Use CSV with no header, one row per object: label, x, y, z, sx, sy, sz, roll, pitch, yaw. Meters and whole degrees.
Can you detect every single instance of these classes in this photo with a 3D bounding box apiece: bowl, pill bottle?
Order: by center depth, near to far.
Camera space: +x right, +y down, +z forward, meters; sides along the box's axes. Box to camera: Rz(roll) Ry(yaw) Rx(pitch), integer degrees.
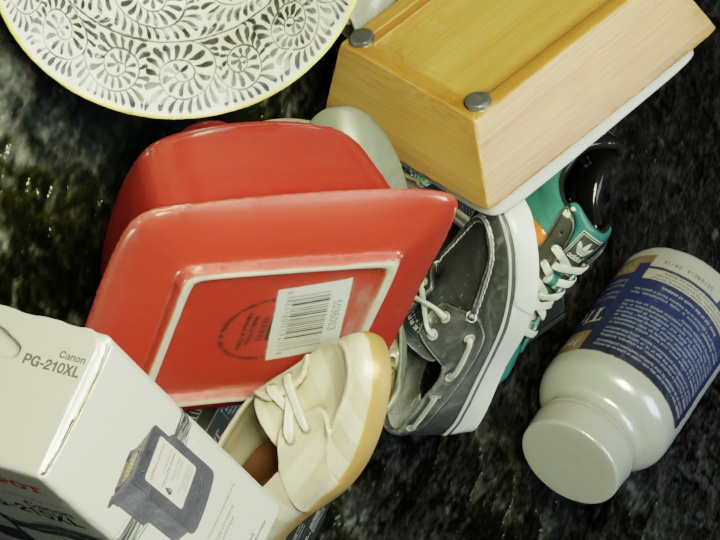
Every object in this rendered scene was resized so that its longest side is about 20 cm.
bowl,-0.099,-0.191,1.346,0.094,0.200,0.201,-100,176,-56
pill bottle,0.206,0.083,1.921,0.200,0.111,0.111,-50,138,-38

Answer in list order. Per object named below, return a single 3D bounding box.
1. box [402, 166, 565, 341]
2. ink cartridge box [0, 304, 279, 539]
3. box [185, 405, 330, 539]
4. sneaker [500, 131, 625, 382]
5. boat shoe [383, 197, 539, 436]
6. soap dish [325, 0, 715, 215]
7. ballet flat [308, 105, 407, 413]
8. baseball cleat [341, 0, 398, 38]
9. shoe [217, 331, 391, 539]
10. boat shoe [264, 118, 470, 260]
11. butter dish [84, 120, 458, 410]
box,0.075,-0.025,1.745,0.193,0.047,0.201,-29,123,-46
ink cartridge box,-0.156,0.102,1.336,0.085,0.144,0.200,-64,144,-19
box,-0.066,0.108,1.565,0.201,0.050,0.158,-63,144,-24
sneaker,0.122,-0.012,1.705,0.071,0.080,0.201,25,80,-56
boat shoe,0.057,0.031,1.582,0.068,0.072,0.200,-7,139,-25
soap dish,0.095,-0.137,1.555,0.200,0.157,0.081,-38,136,-20
ballet flat,0.000,0.000,1.521,0.064,0.067,0.201,-85,171,-64
baseball cleat,-0.004,-0.219,1.546,0.107,0.070,0.200,-55,140,-33
shoe,-0.047,0.107,1.421,0.053,0.070,0.200,7,135,-35
boat shoe,0.005,-0.039,1.583,0.200,0.059,0.072,27,91,-40
butter dish,-0.072,-0.021,1.425,0.199,0.148,0.200,-4,144,-23
